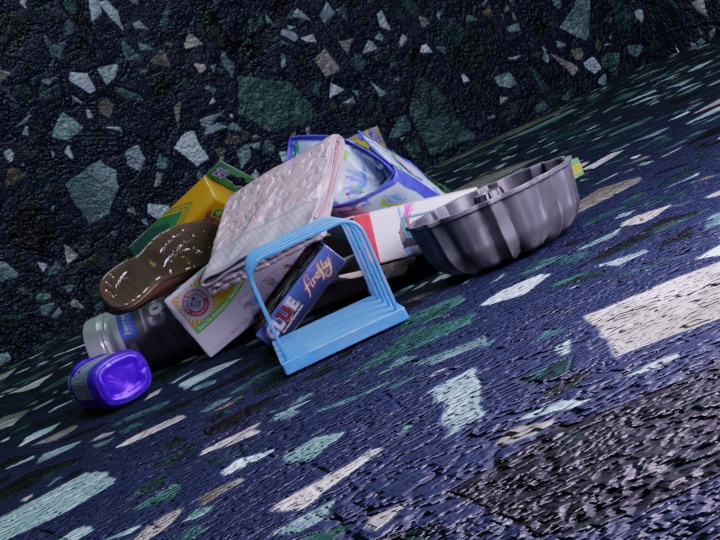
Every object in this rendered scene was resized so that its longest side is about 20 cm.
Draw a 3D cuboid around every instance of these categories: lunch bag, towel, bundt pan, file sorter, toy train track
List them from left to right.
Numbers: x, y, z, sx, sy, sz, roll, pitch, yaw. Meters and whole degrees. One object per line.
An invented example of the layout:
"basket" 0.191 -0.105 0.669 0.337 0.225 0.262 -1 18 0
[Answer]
"towel" -0.113 -0.074 1.557 0.199 0.032 0.192 -26 33 29
"file sorter" -0.049 0.018 1.315 0.138 0.123 0.200 -25 6 -5
"toy train track" -0.002 0.017 1.522 0.114 0.033 0.200 -12 0 -31
"lunch bag" 0.013 -0.110 1.654 0.199 0.128 0.170 9 -9 37
"bundt pan" 0.155 -0.054 1.355 0.201 0.076 0.202 -24 7 3

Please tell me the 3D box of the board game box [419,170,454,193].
"board game box" 0.066 -0.125 1.953 0.200 0.104 0.024 -11 55 64

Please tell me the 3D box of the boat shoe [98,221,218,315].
"boat shoe" -0.281 -0.002 1.720 0.200 0.072 0.068 -33 -15 -22

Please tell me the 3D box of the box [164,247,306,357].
"box" -0.157 0.013 1.672 0.200 0.102 0.113 -39 5 5

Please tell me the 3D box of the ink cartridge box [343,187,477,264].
"ink cartridge box" 0.053 -0.048 1.533 0.199 0.068 0.116 -13 0 -1

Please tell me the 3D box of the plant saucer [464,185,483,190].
"plant saucer" 0.118 -0.088 2.023 0.199 0.032 0.200 -23 6 3

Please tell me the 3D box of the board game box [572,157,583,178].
"board game box" 0.222 -0.106 1.778 0.134 0.029 0.200 -17 9 45

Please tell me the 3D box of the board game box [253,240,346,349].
"board game box" -0.079 0.025 1.514 0.136 0.035 0.200 -53 7 -1

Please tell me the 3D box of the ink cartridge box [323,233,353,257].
"ink cartridge box" 0.037 -0.075 1.884 0.116 0.067 0.200 -47 17 -23

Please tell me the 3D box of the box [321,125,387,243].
"box" -0.022 -0.129 2.153 0.122 0.194 0.200 -20 7 35

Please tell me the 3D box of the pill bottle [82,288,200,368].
"pill bottle" -0.302 0.081 1.802 0.199 0.114 0.114 -23 6 9

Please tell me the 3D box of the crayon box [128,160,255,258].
"crayon box" -0.229 -0.062 1.800 0.200 0.052 0.126 -41 -34 17

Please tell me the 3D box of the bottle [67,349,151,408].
"bottle" -0.344 0.147 1.621 0.083 0.066 0.200 -28 7 -26

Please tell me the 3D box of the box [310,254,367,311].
"box" 0.000 0.000 1.708 0.144 0.037 0.200 -21 5 25
